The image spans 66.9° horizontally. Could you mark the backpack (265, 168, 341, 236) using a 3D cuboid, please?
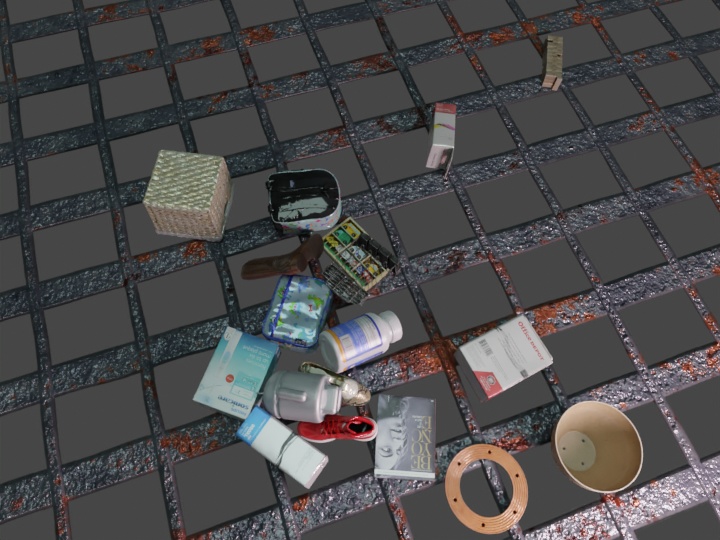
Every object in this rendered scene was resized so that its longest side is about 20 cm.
[{"bbox_3d":[-0.152,-0.192,1.538,0.199,0.151,0.178,-10,69,1],"label":"backpack"}]

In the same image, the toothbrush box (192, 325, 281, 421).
[{"bbox_3d":[-0.305,0.263,1.369,0.146,0.085,0.201,19,68,6],"label":"toothbrush box"}]

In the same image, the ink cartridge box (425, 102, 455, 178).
[{"bbox_3d":[0.243,-0.392,1.659,0.067,0.117,0.201,7,66,0],"label":"ink cartridge box"}]

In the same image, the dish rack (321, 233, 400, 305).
[{"bbox_3d":[0.000,0.000,1.476,0.153,0.055,0.200,38,66,15],"label":"dish rack"}]

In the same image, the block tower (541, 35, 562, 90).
[{"bbox_3d":[0.650,-0.708,1.848,0.058,0.054,0.201,8,66,2],"label":"block tower"}]

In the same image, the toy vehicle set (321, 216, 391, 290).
[{"bbox_3d":[-0.011,-0.047,1.547,0.124,0.027,0.200,-39,73,-17],"label":"toy vehicle set"}]

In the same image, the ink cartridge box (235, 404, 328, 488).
[{"bbox_3d":[-0.179,0.414,1.273,0.200,0.145,0.084,32,70,12],"label":"ink cartridge box"}]

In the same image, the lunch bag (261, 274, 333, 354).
[{"bbox_3d":[-0.167,0.112,1.444,0.160,0.083,0.201,14,65,7],"label":"lunch bag"}]

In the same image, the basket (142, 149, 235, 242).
[{"bbox_3d":[-0.475,-0.210,1.531,0.199,0.161,0.199,8,65,-1],"label":"basket"}]

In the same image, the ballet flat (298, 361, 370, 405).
[{"bbox_3d":[-0.069,0.284,1.373,0.199,0.075,0.068,24,69,8],"label":"ballet flat"}]

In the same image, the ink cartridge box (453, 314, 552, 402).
[{"bbox_3d":[0.367,0.227,1.409,0.199,0.083,0.147,-24,70,-12],"label":"ink cartridge box"}]

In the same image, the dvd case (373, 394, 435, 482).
[{"bbox_3d":[0.112,0.414,1.355,0.148,0.016,0.201,4,67,0],"label":"dvd case"}]

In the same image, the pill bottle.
[{"bbox_3d":[0.003,0.175,1.395,0.199,0.112,0.112,-20,68,-26],"label":"pill bottle"}]

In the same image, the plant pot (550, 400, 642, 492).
[{"bbox_3d":[0.540,0.425,1.301,0.199,0.135,0.201,1,66,-2],"label":"plant pot"}]

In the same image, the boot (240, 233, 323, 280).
[{"bbox_3d":[-0.217,-0.035,1.503,0.199,0.064,0.186,-10,21,28],"label":"boot"}]

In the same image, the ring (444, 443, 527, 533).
[{"bbox_3d":[0.302,0.523,1.313,0.199,0.019,0.201,1,67,-1],"label":"ring"}]

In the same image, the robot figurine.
[{"bbox_3d":[-0.146,0.300,1.303,0.199,0.170,0.113,4,72,10],"label":"robot figurine"}]

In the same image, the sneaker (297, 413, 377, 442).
[{"bbox_3d":[-0.058,0.369,1.310,0.199,0.116,0.079,-3,66,0],"label":"sneaker"}]
